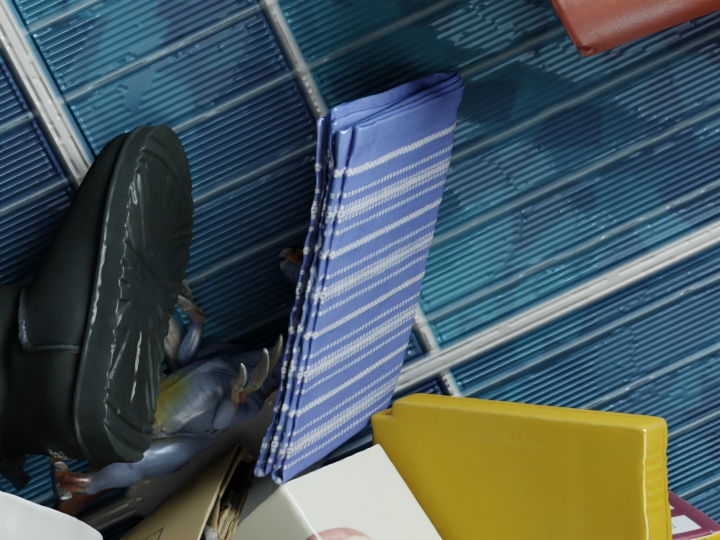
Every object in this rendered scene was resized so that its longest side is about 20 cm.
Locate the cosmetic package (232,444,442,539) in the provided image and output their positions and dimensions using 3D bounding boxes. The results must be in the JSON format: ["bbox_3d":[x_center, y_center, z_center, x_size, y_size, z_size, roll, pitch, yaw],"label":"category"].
[{"bbox_3d":[0.011,0.207,1.115,0.103,0.087,0.200,-47,71,36],"label":"cosmetic package"}]

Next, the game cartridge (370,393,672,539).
[{"bbox_3d":[0.085,0.169,1.127,0.032,0.176,0.201,-12,102,-52],"label":"game cartridge"}]

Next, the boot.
[{"bbox_3d":[-0.178,0.018,1.088,0.162,0.199,0.073,-3,153,22],"label":"boot"}]

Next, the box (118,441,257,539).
[{"bbox_3d":[-0.141,0.183,1.121,0.200,0.164,0.021,-39,99,14],"label":"box"}]

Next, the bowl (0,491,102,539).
[{"bbox_3d":[-0.244,0.143,1.061,0.199,0.200,0.075,7,78,13],"label":"bowl"}]

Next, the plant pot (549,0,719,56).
[{"bbox_3d":[0.163,-0.208,1.009,0.195,0.201,0.201,-23,115,10],"label":"plant pot"}]

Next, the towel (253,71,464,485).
[{"bbox_3d":[0.000,0.000,1.102,0.024,0.145,0.201,21,112,21],"label":"towel"}]

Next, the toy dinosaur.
[{"bbox_3d":[-0.088,0.058,1.156,0.181,0.105,0.200,-14,151,-16],"label":"toy dinosaur"}]

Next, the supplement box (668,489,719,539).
[{"bbox_3d":[0.117,0.221,1.209,0.110,0.086,0.201,-5,117,-40],"label":"supplement box"}]
